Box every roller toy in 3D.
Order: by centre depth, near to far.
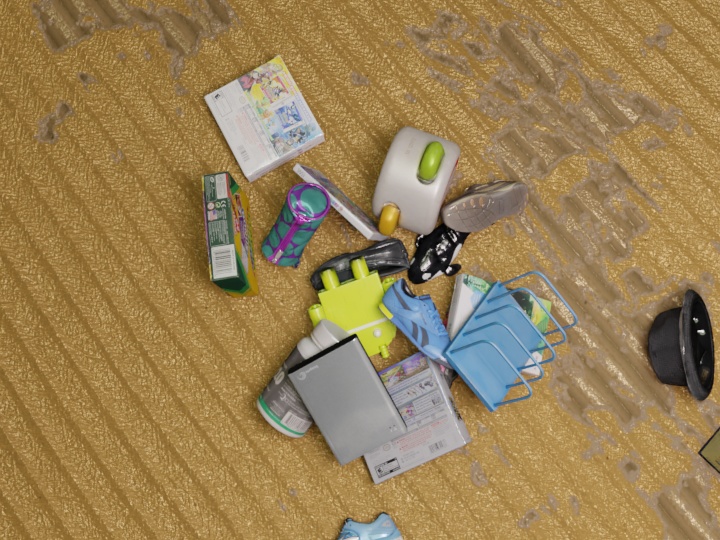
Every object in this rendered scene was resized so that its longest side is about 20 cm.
[{"bbox_3d":[0.099,-0.171,1.629,0.138,0.183,0.203,20,114,6],"label":"roller toy"}]

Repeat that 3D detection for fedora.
[{"bbox_3d":[0.581,0.138,1.562,0.091,0.199,0.204,-10,75,35],"label":"fedora"}]

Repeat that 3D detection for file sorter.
[{"bbox_3d":[0.267,0.118,1.489,0.139,0.122,0.200,48,55,-9],"label":"file sorter"}]

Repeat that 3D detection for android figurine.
[{"bbox_3d":[-0.004,0.081,1.622,0.179,0.041,0.203,-18,98,3],"label":"android figurine"}]

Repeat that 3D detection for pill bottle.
[{"bbox_3d":[-0.093,0.197,1.571,0.113,0.113,0.201,39,99,11],"label":"pill bottle"}]

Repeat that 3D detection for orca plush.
[{"bbox_3d":[0.173,-0.051,1.654,0.198,0.071,0.106,-28,78,-3],"label":"orca plush"}]

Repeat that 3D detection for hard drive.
[{"bbox_3d":[-0.022,0.229,1.508,0.138,0.033,0.202,-28,105,4],"label":"hard drive"}]

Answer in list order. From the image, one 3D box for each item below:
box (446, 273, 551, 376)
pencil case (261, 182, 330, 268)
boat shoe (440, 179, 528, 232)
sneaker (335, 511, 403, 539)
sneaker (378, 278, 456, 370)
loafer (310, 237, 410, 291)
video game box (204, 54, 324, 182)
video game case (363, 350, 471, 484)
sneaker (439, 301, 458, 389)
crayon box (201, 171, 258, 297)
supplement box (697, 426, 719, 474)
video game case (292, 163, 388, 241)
[{"bbox_3d":[0.257,0.103,1.595,0.197,0.036,0.147,17,78,-20],"label":"box"},{"bbox_3d":[-0.124,-0.082,1.616,0.084,0.200,0.093,29,55,-5],"label":"pencil case"},{"bbox_3d":[0.232,-0.127,1.650,0.197,0.073,0.076,-15,117,-26],"label":"boat shoe"},{"bbox_3d":[-0.022,0.503,1.557,0.197,0.079,0.091,-20,58,-4],"label":"sneaker"},{"bbox_3d":[0.117,0.093,1.531,0.200,0.066,0.079,44,105,28],"label":"sneaker"},{"bbox_3d":[0.000,0.000,1.653,0.198,0.068,0.071,-20,62,-4],"label":"loafer"},{"bbox_3d":[-0.196,-0.311,1.748,0.180,0.047,0.202,-29,78,-1],"label":"video game box"},{"bbox_3d":[0.080,0.268,1.568,0.198,0.045,0.184,-28,77,22],"label":"video game case"},{"bbox_3d":[0.192,0.156,1.614,0.094,0.079,0.203,19,82,-8],"label":"sneaker"},{"bbox_3d":[-0.246,-0.064,1.631,0.057,0.173,0.204,-8,78,5],"label":"crayon box"},{"bbox_3d":[0.728,0.290,1.478,0.134,0.200,0.200,43,83,11],"label":"supplement box"},{"bbox_3d":[-0.034,-0.130,1.648,0.200,0.143,0.018,43,100,11],"label":"video game case"}]
